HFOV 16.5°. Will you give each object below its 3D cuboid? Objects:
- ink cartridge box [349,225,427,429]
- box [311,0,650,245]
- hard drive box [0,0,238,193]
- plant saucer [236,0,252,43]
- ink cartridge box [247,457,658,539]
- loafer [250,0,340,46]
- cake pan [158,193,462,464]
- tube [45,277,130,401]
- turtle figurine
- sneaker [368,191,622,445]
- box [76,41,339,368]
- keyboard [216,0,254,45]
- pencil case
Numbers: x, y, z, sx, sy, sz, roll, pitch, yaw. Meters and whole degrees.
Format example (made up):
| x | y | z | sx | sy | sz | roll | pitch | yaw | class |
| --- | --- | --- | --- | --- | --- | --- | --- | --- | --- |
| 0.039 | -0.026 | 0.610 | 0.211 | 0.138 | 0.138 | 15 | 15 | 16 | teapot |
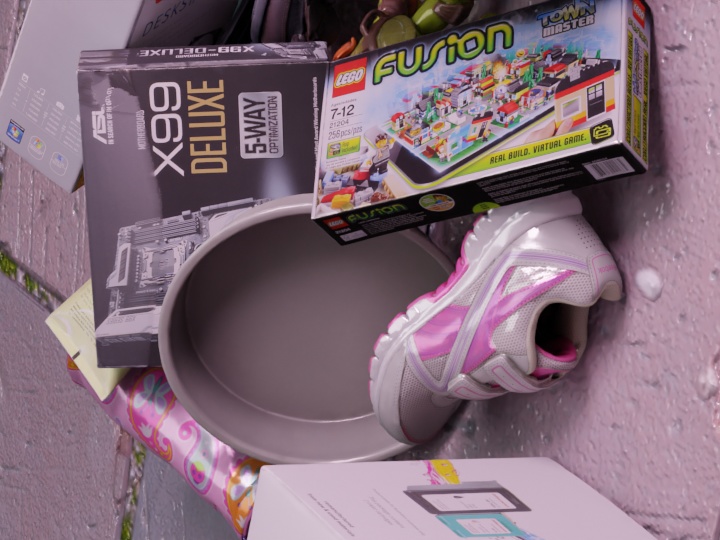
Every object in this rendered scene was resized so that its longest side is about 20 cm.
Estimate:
| x | y | z | sx | sy | sz | roll | pitch | yaw | class |
| --- | --- | --- | --- | --- | --- | --- | --- | --- | --- |
| 0.000 | 0.000 | 1.632 | 0.095 | 0.037 | 0.201 | 28 | 111 | 54 | ink cartridge box |
| 0.068 | -0.088 | 1.413 | 0.199 | 0.035 | 0.111 | -14 | 56 | 29 | box |
| -0.149 | -0.172 | 1.637 | 0.077 | 0.156 | 0.201 | 36 | 133 | 11 | hard drive box |
| -0.100 | -0.208 | 1.805 | 0.200 | 0.027 | 0.202 | 0 | 90 | 58 | plant saucer |
| 0.049 | 0.200 | 1.394 | 0.146 | 0.199 | 0.148 | 36 | 119 | 54 | ink cartridge box |
| -0.037 | -0.155 | 1.597 | 0.201 | 0.063 | 0.072 | 106 | -178 | -52 | loafer |
| -0.025 | 0.035 | 1.540 | 0.037 | 0.199 | 0.201 | -90 | 20 | -56 | cake pan |
| -0.123 | -0.011 | 1.637 | 0.200 | 0.052 | 0.058 | -46 | 19 | 9 | tube |
| 0.030 | -0.141 | 1.539 | 0.161 | 0.064 | 0.201 | -31 | 37 | 41 | turtle figurine |
| 0.078 | 0.041 | 1.449 | 0.088 | 0.081 | 0.200 | 51 | 127 | 22 | sneaker |
| -0.094 | -0.041 | 1.568 | 0.050 | 0.156 | 0.201 | -97 | 6 | -69 | box |
| -0.088 | -0.124 | 1.671 | 0.201 | 0.039 | 0.104 | -62 | 2 | -23 | keyboard |
| -0.108 | 0.101 | 1.665 | 0.200 | 0.087 | 0.088 | 41 | 126 | 24 | pencil case |
